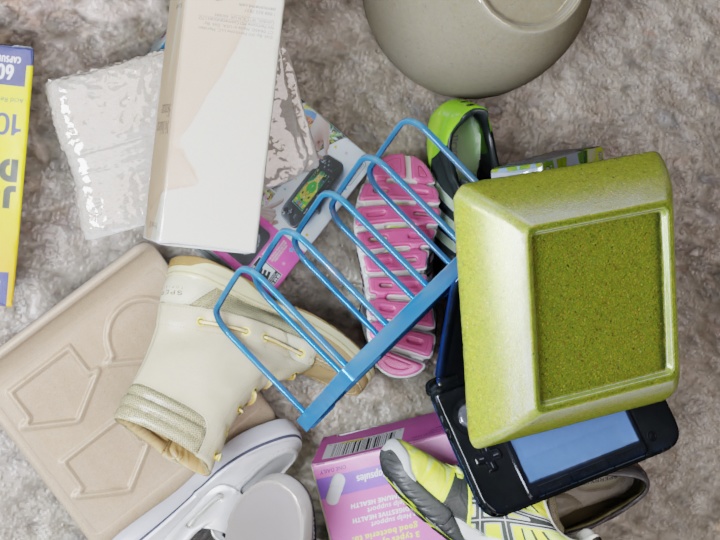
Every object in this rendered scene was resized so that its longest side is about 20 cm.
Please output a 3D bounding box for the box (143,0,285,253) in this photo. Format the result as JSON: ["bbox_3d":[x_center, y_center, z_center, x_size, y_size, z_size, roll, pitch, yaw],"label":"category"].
[{"bbox_3d":[-0.111,-0.116,1.409,0.077,0.095,0.201,6,90,-14],"label":"box"}]

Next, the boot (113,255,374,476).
[{"bbox_3d":[-0.092,0.097,1.493,0.200,0.073,0.156,31,66,-27],"label":"boot"}]

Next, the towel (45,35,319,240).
[{"bbox_3d":[-0.139,-0.113,1.466,0.199,0.034,0.133,-16,97,-13],"label":"towel"}]

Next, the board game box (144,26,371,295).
[{"bbox_3d":[-0.113,-0.095,1.525,0.200,0.064,0.148,39,83,-14],"label":"board game box"}]

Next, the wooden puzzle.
[{"bbox_3d":[-0.195,0.104,1.527,0.185,0.046,0.200,-37,108,-11],"label":"wooden puzzle"}]

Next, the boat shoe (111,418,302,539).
[{"bbox_3d":[-0.120,0.203,1.526,0.200,0.072,0.066,-35,59,-14],"label":"boat shoe"}]

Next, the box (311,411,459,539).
[{"bbox_3d":[0.070,0.225,1.554,0.175,0.097,0.201,-13,98,7],"label":"box"}]

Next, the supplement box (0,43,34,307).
[{"bbox_3d":[-0.320,-0.078,1.441,0.108,0.109,0.201,4,93,-16],"label":"supplement box"}]

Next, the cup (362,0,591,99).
[{"bbox_3d":[0.116,-0.244,1.538,0.199,0.143,0.201,-1,94,-17],"label":"cup"}]

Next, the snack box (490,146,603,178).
[{"bbox_3d":[0.170,0.002,1.578,0.142,0.053,0.201,-19,103,-60],"label":"snack box"}]

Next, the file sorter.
[{"bbox_3d":[0.000,0.000,1.435,0.123,0.139,0.200,44,64,4],"label":"file sorter"}]

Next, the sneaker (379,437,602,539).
[{"bbox_3d":[0.102,0.190,1.470,0.200,0.075,0.077,37,84,-7],"label":"sneaker"}]

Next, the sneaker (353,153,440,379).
[{"bbox_3d":[0.030,0.002,1.573,0.073,0.087,0.201,-1,72,-4],"label":"sneaker"}]

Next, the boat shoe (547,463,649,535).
[{"bbox_3d":[0.158,0.204,1.623,0.199,0.065,0.074,-23,103,-10],"label":"boat shoe"}]

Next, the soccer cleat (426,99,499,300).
[{"bbox_3d":[0.095,-0.045,1.579,0.067,0.081,0.201,-11,97,-15],"label":"soccer cleat"}]

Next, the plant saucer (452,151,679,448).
[{"bbox_3d":[0.169,0.023,1.393,0.199,0.048,0.201,-11,103,-31],"label":"plant saucer"}]

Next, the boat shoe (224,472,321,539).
[{"bbox_3d":[-0.060,0.229,1.517,0.093,0.075,0.201,-32,148,-47],"label":"boat shoe"}]

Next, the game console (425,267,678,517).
[{"bbox_3d":[0.163,0.071,1.436,0.199,0.118,0.171,-17,75,-29],"label":"game console"}]
